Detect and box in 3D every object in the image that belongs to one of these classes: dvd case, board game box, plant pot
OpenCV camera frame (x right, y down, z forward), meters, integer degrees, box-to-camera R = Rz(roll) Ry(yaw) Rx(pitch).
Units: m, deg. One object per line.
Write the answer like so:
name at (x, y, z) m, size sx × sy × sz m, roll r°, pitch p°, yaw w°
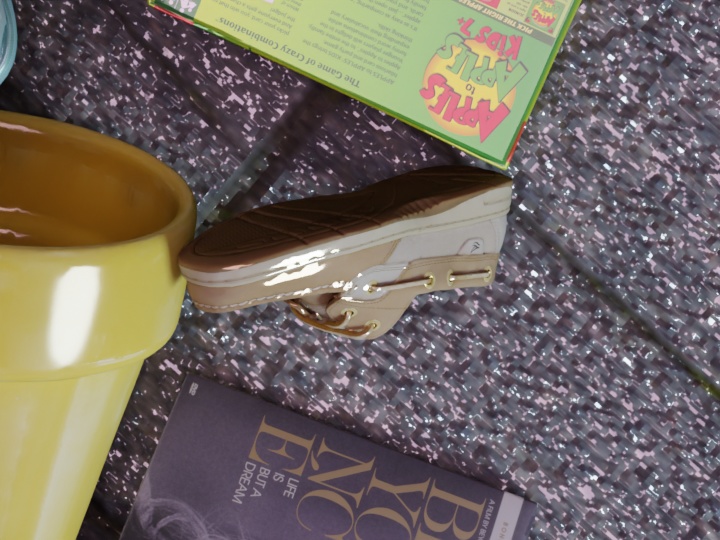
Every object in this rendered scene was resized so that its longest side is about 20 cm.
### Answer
dvd case at (-0.023, 0.152, 0.995) m, size 0.198 × 0.016 × 0.150 m, roll 21°, pitch 64°, yaw 1°
board game box at (0.004, -0.139, 0.991) m, size 0.198 × 0.048 × 0.102 m, roll 25°, pitch 96°, yaw 1°
plant pot at (-0.190, 0.039, 0.955) m, size 0.199 × 0.201 × 0.191 m, roll 12°, pitch 111°, yaw 2°

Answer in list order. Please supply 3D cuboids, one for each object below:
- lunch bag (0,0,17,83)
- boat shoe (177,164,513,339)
lunch bag at (-0.248, -0.113, 0.834) m, size 0.199 × 0.077 × 0.161 m, roll -31°, pitch 68°, yaw 9°
boat shoe at (0.000, 0.000, 0.949) m, size 0.199 × 0.073 × 0.070 m, roll -15°, pitch 111°, yaw -38°
